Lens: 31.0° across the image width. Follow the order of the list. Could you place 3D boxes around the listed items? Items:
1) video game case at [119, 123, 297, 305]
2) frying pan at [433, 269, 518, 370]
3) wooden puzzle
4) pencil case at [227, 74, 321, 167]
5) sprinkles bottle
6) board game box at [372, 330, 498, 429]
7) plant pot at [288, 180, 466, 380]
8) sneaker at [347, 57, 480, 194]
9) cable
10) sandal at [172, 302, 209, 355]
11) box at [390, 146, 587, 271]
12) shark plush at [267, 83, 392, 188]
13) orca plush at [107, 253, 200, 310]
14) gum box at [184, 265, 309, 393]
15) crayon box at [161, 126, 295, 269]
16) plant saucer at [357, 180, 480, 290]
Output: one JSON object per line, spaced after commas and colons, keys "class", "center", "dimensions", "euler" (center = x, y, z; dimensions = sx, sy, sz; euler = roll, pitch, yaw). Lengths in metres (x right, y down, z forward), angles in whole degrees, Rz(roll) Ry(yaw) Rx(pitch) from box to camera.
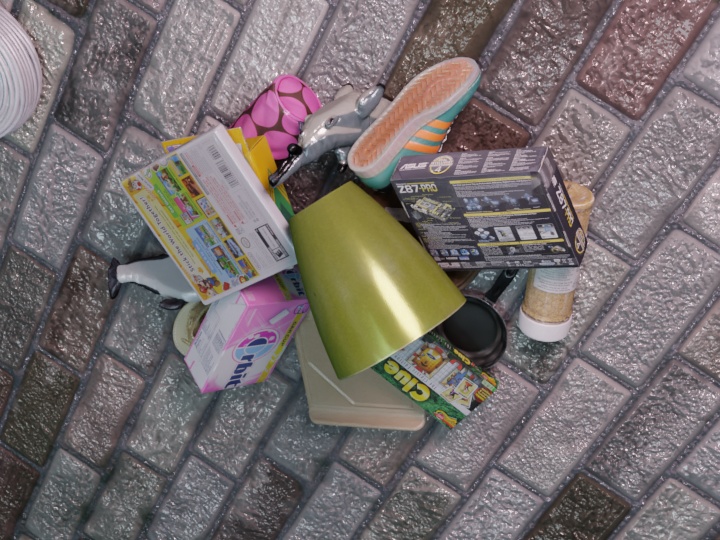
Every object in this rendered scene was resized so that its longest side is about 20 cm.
{"class": "video game case", "center": [-0.189, -0.067, 1.657], "dimensions": [0.181, 0.023, 0.201], "euler": [-23, 109, 33]}
{"class": "frying pan", "center": [0.149, 0.049, 1.730], "dimensions": [0.114, 0.031, 0.192], "euler": [14, 119, 13]}
{"class": "wooden puzzle", "center": [-0.002, 0.127, 1.838], "dimensions": [0.183, 0.037, 0.202], "euler": [1, 113, 23]}
{"class": "pencil case", "center": [-0.131, -0.162, 1.704], "dimensions": [0.093, 0.091, 0.200], "euler": [29, 132, -28]}
{"class": "sprinkles bottle", "center": [0.246, -0.010, 1.635], "dimensions": [0.068, 0.068, 0.202], "euler": [15, 122, 15]}
{"class": "board game box", "center": [0.080, 0.126, 1.764], "dimensions": [0.199, 0.024, 0.105], "euler": [38, 126, -9]}
{"class": "plant pot", "center": [0.000, 0.000, 1.597], "dimensions": [0.186, 0.187, 0.201], "euler": [-31, 92, 33]}
{"class": "sneaker", "center": [0.076, -0.177, 1.599], "dimensions": [0.200, 0.072, 0.080], "euler": [-41, 138, 6]}
{"class": "cable", "center": [-0.543, -0.280, 1.817], "dimensions": [0.198, 0.069, 0.201], "euler": [-20, 108, 30]}
{"class": "sandal", "center": [-0.220, 0.075, 1.876], "dimensions": [0.078, 0.070, 0.211], "euler": [48, 124, -7]}
{"class": "box", "center": [0.154, -0.069, 1.551], "dimensions": [0.198, 0.049, 0.162], "euler": [-2, 138, 32]}
{"class": "shark plush", "center": [-0.025, -0.159, 1.597], "dimensions": [0.090, 0.200, 0.084], "euler": [1, 124, 47]}
{"class": "orca plush", "center": [-0.268, 0.026, 1.870], "dimensions": [0.198, 0.106, 0.071], "euler": [-10, 147, 17]}
{"class": "gum box", "center": [-0.159, 0.085, 1.815], "dimensions": [0.066, 0.113, 0.201], "euler": [57, 135, 30]}
{"class": "crayon box", "center": [-0.161, -0.095, 1.673], "dimensions": [0.124, 0.052, 0.202], "euler": [-6, 118, 27]}
{"class": "plant saucer", "center": [0.073, -0.047, 1.672], "dimensions": [0.197, 0.030, 0.202], "euler": [1, 110, 2]}
